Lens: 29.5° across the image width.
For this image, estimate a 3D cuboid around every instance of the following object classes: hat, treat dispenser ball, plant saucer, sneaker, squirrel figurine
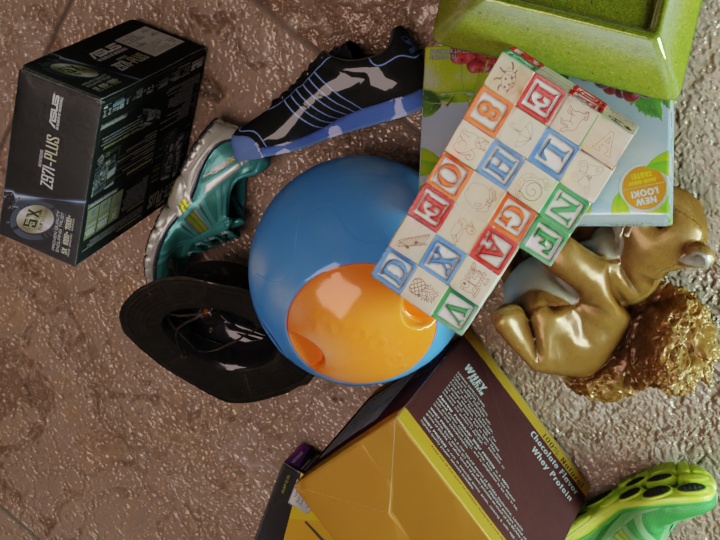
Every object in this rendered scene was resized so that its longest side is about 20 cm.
[{"bbox_3d":[-0.132,0.044,1.341,0.198,0.082,0.202,7,142,6],"label":"hat"},{"bbox_3d":[0.000,0.000,1.209,0.199,0.201,0.203,9,114,20],"label":"treat dispenser ball"},{"bbox_3d":[0.172,-0.252,1.043,0.197,0.048,0.202,14,85,4],"label":"plant saucer"},{"bbox_3d":[-0.153,-0.050,1.334,0.079,0.078,0.201,30,120,0],"label":"sneaker"},{"bbox_3d":[0.258,0.240,1.268,0.200,0.074,0.084,-37,91,40],"label":"sneaker"},{"bbox_3d":[0.228,0.016,1.172,0.186,0.142,0.200,-35,108,21],"label":"squirrel figurine"},{"bbox_3d":[-0.034,-0.158,1.236,0.198,0.070,0.079,-16,99,17],"label":"sneaker"}]

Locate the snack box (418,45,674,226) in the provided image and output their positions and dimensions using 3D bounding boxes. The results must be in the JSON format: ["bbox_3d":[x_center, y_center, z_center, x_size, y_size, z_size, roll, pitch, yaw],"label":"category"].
[{"bbox_3d":[0.149,-0.108,1.098,0.198,0.053,0.144,0,82,16],"label":"snack box"}]

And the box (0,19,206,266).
[{"bbox_3d":[-0.235,-0.123,1.264,0.085,0.200,0.165,22,119,13],"label":"box"}]

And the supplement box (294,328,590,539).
[{"bbox_3d":[0.081,0.197,1.252,0.132,0.200,0.198,-36,93,31],"label":"supplement box"}]

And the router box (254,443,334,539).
[{"bbox_3d":[-0.038,0.302,1.433,0.148,0.051,0.202,28,119,13],"label":"router box"}]

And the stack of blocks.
[{"bbox_3d":[0.109,-0.052,1.041,0.115,0.059,0.201,33,109,6],"label":"stack of blocks"}]
